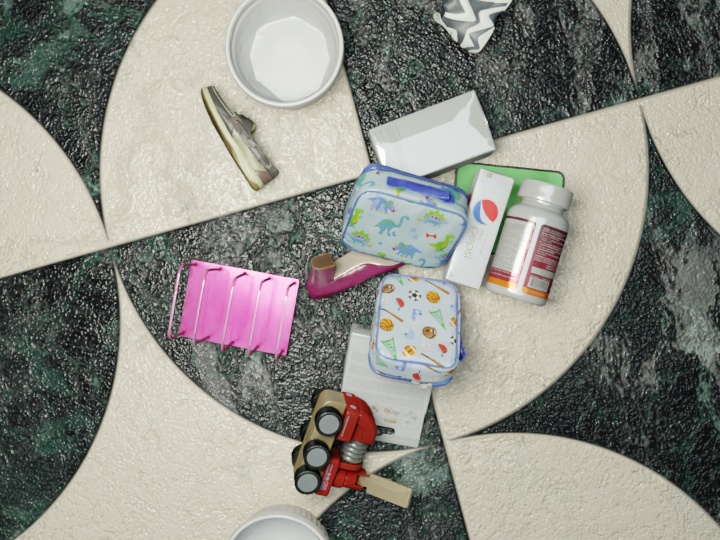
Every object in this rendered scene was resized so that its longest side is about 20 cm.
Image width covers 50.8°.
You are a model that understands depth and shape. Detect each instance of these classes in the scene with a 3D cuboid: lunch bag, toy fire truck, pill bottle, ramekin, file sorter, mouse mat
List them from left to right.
[{"bbox_3d":[-0.219,0.069,1.314,0.198,0.125,0.140,10,92,1],"label":"file sorter"},{"bbox_3d":[-0.140,0.511,1.335,0.198,0.105,0.202,0,92,0],"label":"ramekin"},{"bbox_3d":[-0.125,-0.372,1.304,0.198,0.105,0.202,0,91,2],"label":"ramekin"},{"bbox_3d":[-0.005,0.321,1.321,0.198,0.129,0.177,17,103,-14],"label":"toy fire truck"},{"bbox_3d":[0.076,-0.091,1.277,0.198,0.161,0.083,13,50,-8],"label":"lunch bag"},{"bbox_3d":[0.098,0.103,1.287,0.159,0.076,0.201,10,50,-3],"label":"lunch bag"},{"bbox_3d":[0.262,-0.107,1.361,0.198,0.008,0.163,6,92,0],"label":"mouse mat"},{"bbox_3d":[0.294,-0.048,1.305,0.109,0.110,0.202,17,92,0],"label":"pill bottle"}]

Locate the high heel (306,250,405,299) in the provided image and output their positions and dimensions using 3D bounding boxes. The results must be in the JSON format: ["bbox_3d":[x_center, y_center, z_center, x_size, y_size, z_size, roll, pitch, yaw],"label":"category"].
[{"bbox_3d":[0.000,0.000,1.359,0.198,0.097,0.068,-7,52,-12],"label":"high heel"}]

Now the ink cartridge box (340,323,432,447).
[{"bbox_3d":[0.045,0.206,1.364,0.161,0.057,0.202,10,112,0],"label":"ink cartridge box"}]

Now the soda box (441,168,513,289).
[{"bbox_3d":[0.204,-0.072,1.325,0.063,0.068,0.202,17,92,-1],"label":"soda box"}]

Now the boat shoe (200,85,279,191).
[{"bbox_3d":[-0.212,-0.240,1.338,0.066,0.072,0.202,-29,91,-9],"label":"boat shoe"}]

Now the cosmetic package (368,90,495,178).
[{"bbox_3d":[0.123,-0.222,1.322,0.198,0.081,0.114,-18,88,0],"label":"cosmetic package"}]

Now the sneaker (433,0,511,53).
[{"bbox_3d":[0.200,-0.495,1.314,0.129,0.080,0.200,30,102,-8],"label":"sneaker"}]
